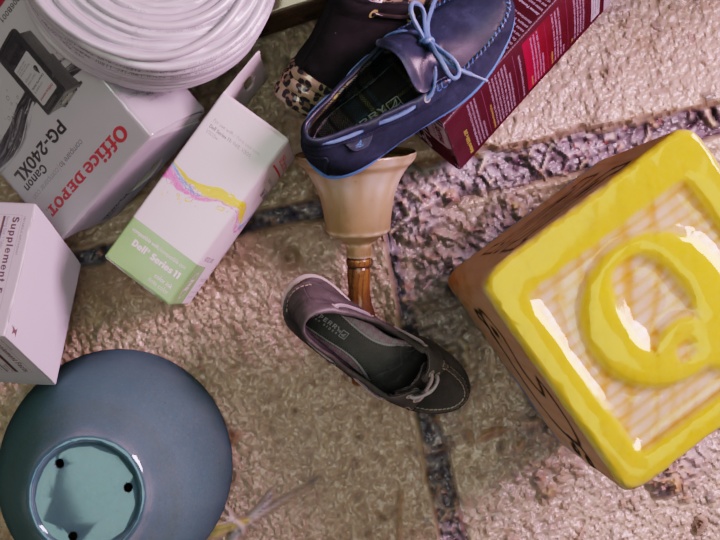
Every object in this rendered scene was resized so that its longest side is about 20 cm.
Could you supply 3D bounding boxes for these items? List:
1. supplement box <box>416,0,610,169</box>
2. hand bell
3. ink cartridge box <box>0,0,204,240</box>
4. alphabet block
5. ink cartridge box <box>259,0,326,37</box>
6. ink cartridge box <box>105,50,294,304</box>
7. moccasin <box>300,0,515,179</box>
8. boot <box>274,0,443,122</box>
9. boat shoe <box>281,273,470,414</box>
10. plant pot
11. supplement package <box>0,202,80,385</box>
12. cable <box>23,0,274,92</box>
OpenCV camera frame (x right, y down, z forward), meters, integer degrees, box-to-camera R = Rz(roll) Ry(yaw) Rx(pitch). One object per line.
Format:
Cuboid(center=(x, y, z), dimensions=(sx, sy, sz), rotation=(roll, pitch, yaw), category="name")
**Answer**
Cuboid(center=(0.122, -0.191, 0.874), dimensions=(0.061, 0.109, 0.200), rotation=(41, 88, 18), category="supplement box")
Cuboid(center=(0.000, 0.000, 0.896), dimensions=(0.103, 0.104, 0.203), rotation=(-3, 102, -2), category="hand bell")
Cuboid(center=(-0.247, -0.148, 0.846), dimensions=(0.145, 0.083, 0.200), rotation=(-40, 91, 31), category="ink cartridge box")
Cuboid(center=(0.207, 0.027, 0.835), dimensions=(0.196, 0.200, 0.196), rotation=(-38, 91, -2), category="alphabet block")
Cuboid(center=(-0.109, -0.282, 0.886), dimensions=(0.198, 0.075, 0.167), rotation=(-19, 92, -2), category="ink cartridge box")
Cuboid(center=(-0.115, -0.072, 0.863), dimensions=(0.067, 0.117, 0.201), rotation=(36, 89, -1), category="ink cartridge box")
Cuboid(center=(0.039, -0.144, 0.789), dimensions=(0.200, 0.068, 0.080), rotation=(-46, 70, 0), category="moccasin")
Cuboid(center=(0.022, -0.192, 0.863), dimensions=(0.073, 0.199, 0.151), rotation=(42, 112, 21), category="boot")
Cuboid(center=(0.018, 0.075, 0.867), dimensions=(0.199, 0.057, 0.067), rotation=(34, 102, -25), category="boat shoe")
Cuboid(center=(-0.207, 0.169, 0.850), dimensions=(0.197, 0.135, 0.203), rotation=(0, 89, -3), category="plant pot")
Cuboid(center=(-0.341, 0.017, 0.827), dimensions=(0.197, 0.110, 0.115), rotation=(3, 65, 7), category="supplement package")
Cuboid(center=(-0.158, -0.234, 0.781), dimensions=(0.197, 0.069, 0.203), rotation=(2, 75, -18), category="cable")
